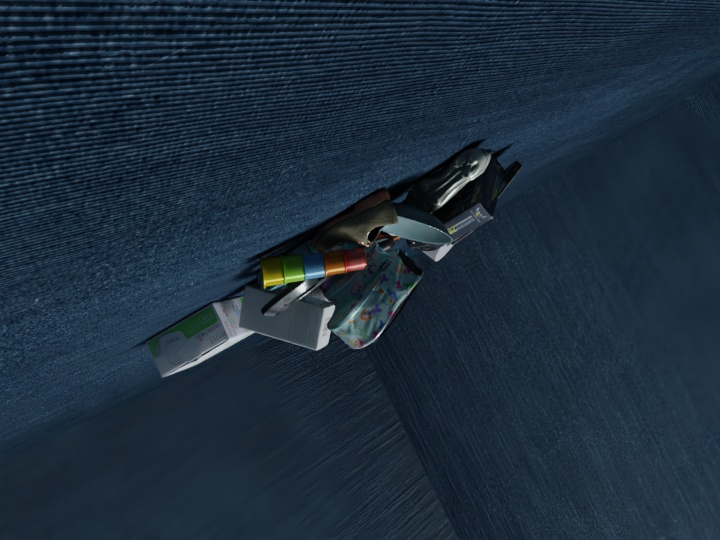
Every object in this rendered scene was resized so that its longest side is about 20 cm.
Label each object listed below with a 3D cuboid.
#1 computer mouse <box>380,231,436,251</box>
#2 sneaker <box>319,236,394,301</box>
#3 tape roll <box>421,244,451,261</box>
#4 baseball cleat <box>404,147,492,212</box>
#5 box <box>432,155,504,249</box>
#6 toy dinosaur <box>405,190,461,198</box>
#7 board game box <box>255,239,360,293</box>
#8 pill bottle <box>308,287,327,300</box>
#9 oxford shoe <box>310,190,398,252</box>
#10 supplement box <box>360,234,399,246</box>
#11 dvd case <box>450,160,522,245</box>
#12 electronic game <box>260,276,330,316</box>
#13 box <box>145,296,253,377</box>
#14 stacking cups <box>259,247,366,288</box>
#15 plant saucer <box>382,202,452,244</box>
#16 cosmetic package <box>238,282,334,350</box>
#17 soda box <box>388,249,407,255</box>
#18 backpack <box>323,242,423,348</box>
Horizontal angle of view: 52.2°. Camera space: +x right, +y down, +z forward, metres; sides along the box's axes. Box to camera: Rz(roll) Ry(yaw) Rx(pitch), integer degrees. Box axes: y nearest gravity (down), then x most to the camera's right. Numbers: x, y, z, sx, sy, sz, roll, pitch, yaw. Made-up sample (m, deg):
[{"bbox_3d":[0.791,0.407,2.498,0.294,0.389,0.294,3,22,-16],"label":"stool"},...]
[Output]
[{"bbox_3d":[0.111,-0.080,1.655,0.058,0.035,0.199,-8,164,36],"label":"computer mouse"},{"bbox_3d":[0.000,0.000,1.619,0.198,0.088,0.076,-29,175,16],"label":"sneaker"},{"bbox_3d":[0.223,-0.122,1.844,0.201,0.066,0.201,-49,167,-15],"label":"tape roll"},{"bbox_3d":[0.181,-0.175,1.455,0.199,0.071,0.106,-30,175,38],"label":"baseball cleat"},{"bbox_3d":[0.233,-0.153,1.626,0.157,0.051,0.201,-32,-157,36],"label":"box"},{"bbox_3d":[0.160,-0.160,1.586,0.100,0.059,0.200,-27,176,13],"label":"toy dinosaur"},{"bbox_3d":[-0.110,-0.022,1.578,0.150,0.047,0.199,-31,175,27],"label":"board game box"},{"bbox_3d":[-0.070,0.040,1.807,0.197,0.115,0.113,-12,180,15],"label":"pill bottle"},{"bbox_3d":[-0.014,-0.073,1.387,0.199,0.076,0.070,-31,174,36],"label":"oxford shoe"},{"bbox_3d":[0.038,-0.076,1.755,0.068,0.067,0.200,-29,177,-18],"label":"supplement box"},{"bbox_3d":[0.285,-0.154,1.699,0.201,0.025,0.150,-52,-179,-14],"label":"dvd case"},{"bbox_3d":[-0.121,0.029,1.504,0.199,0.042,0.200,-36,179,-1],"label":"electronic game"},{"bbox_3d":[-0.365,0.154,1.718,0.198,0.098,0.176,-29,175,16],"label":"box"},{"bbox_3d":[-0.089,-0.010,1.382,0.197,0.062,0.061,-9,172,-12],"label":"stacking cups"},{"bbox_3d":[0.093,-0.101,1.471,0.198,0.039,0.201,15,172,2],"label":"plant saucer"},{"bbox_3d":[-0.164,0.100,1.639,0.197,0.103,0.074,16,-170,17],"label":"cosmetic package"},{"bbox_3d":[0.010,-0.011,1.705,0.196,0.065,0.068,1,168,9],"label":"soda box"},{"bbox_3d":[0.014,0.052,1.476,0.202,0.150,0.177,-60,-165,-20],"label":"backpack"}]
